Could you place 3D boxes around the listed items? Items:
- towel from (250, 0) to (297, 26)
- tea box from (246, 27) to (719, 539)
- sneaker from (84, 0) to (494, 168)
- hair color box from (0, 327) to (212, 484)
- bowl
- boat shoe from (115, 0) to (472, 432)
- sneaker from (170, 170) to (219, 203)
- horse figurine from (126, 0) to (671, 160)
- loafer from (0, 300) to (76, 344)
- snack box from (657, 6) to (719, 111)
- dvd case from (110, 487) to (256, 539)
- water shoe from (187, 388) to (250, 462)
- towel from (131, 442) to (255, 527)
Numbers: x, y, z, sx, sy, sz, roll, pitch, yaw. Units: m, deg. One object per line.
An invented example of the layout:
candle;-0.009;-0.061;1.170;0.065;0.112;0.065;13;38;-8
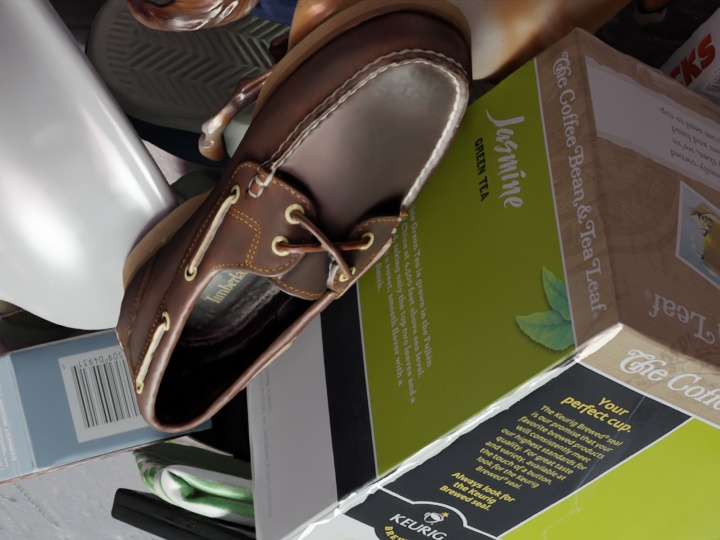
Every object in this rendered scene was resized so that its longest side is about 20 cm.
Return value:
towel;-0.021;-0.158;1.050;0.111;0.049;0.200;5;147;23
tea box;0.091;0.042;1.096;0.199;0.134;0.196;25;136;-36
sneaker;-0.021;-0.066;1.197;0.199;0.075;0.084;22;170;-11
hair color box;-0.165;0.073;1.441;0.098;0.061;0.200;-12;177;-31
bowl;-0.144;-0.049;1.158;0.202;0.090;0.201;56;175;8
boat shoe;-0.022;-0.015;1.041;0.070;0.071;0.200;20;133;-24
sneaker;0.000;0.000;1.288;0.199;0.079;0.076;29;162;26
horse figurine;0.019;-0.085;1.058;0.199;0.050;0.133;10;140;-22
loafer;-0.214;-0.030;1.372;0.199;0.076;0.070;18;147;-16
snack box;0.120;-0.038;1.134;0.071;0.024;0.200;5;149;-29
dvd case;-0.002;0.139;1.384;0.199;0.018;0.142;14;178;-33
water shoe;-0.015;0.067;1.373;0.199;0.072;0.079;7;-173;24
towel;-0.034;0.110;1.409;0.151;0.024;0.200;13;180;-6
